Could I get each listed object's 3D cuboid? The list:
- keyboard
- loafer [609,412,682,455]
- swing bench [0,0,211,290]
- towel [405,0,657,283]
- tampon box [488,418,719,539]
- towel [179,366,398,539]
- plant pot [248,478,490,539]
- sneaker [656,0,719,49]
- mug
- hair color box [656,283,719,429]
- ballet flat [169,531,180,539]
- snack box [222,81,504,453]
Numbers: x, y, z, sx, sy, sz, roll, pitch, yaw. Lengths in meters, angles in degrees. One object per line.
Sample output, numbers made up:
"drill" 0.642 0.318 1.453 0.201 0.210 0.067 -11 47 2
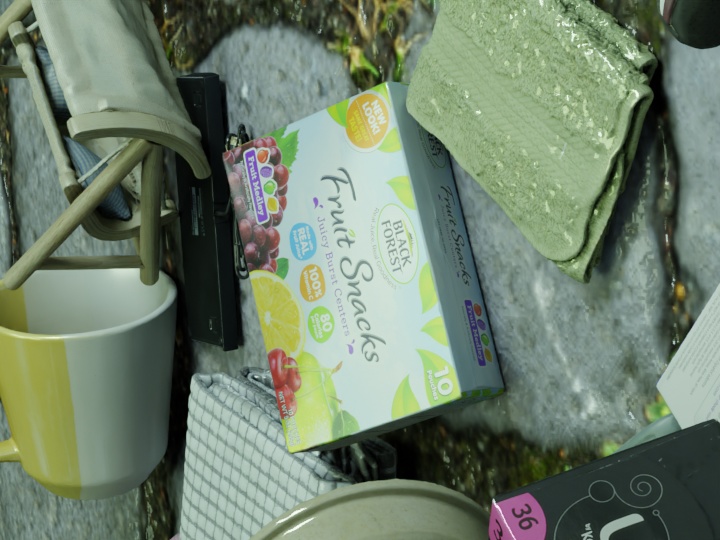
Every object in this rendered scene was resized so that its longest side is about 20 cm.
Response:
"keyboard" -0.102 -0.042 1.817 0.127 0.021 0.200 -169 73 -65
"loafer" 0.142 0.145 1.391 0.063 0.072 0.200 63 143 20
"swing bench" -0.200 -0.122 1.844 0.200 0.130 0.199 -58 43 47
"towel" 0.095 -0.102 1.448 0.200 0.036 0.148 51 137 42
"tampon box" 0.145 0.202 1.251 0.200 0.126 0.150 89 158 -53
"towel" -0.045 0.169 1.704 0.200 0.086 0.166 29 117 54
"plant pot" 0.025 0.255 1.449 0.183 0.200 0.200 -118 34 -51
"sneaker" 0.219 -0.139 1.192 0.116 0.076 0.200 65 145 23
"mug" -0.225 0.087 1.919 0.149 0.187 0.153 -61 -29 -63
"hair color box" 0.232 0.095 1.228 0.200 0.065 0.109 63 145 33
"ballet flat" -0.100 0.268 1.844 0.071 0.069 0.200 -53 49 25
"snack box" 0.000 0.000 1.573 0.142 0.053 0.200 -21 77 35
